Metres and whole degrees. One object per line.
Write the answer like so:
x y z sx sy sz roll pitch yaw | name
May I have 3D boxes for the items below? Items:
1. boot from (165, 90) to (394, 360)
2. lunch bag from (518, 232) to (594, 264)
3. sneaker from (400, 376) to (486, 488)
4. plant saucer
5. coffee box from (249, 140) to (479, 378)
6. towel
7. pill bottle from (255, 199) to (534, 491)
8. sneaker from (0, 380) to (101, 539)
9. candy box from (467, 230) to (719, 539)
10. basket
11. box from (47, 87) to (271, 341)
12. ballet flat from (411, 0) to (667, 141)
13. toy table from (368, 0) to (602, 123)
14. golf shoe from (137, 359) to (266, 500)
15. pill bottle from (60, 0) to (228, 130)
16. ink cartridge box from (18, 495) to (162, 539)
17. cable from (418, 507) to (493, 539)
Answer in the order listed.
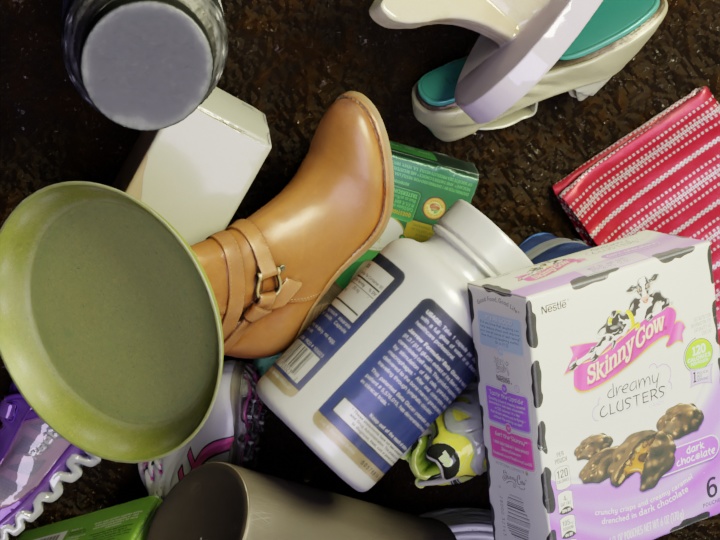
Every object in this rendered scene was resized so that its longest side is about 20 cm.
-0.066 -0.027 1.483 0.155 0.077 0.201 -8 128 -41 | boot
0.170 0.075 1.602 0.136 0.132 0.200 -41 113 -11 | lunch bag
0.057 0.122 1.574 0.076 0.200 0.076 -32 88 -17 | sneaker
-0.169 0.033 1.454 0.199 0.031 0.201 11 112 28 | plant saucer
0.000 0.000 1.594 0.122 0.044 0.201 14 108 -11 | coffee box
0.256 -0.024 1.633 0.144 0.023 0.200 -34 111 5 | towel
0.031 0.049 1.499 0.200 0.111 0.111 -46 110 -2 | pill bottle
-0.248 0.129 1.596 0.200 0.081 0.089 -42 104 3 | sneaker
0.169 0.089 1.478 0.167 0.071 0.201 -16 106 -30 | candy box
-0.050 0.229 1.553 0.200 0.136 0.181 30 93 -37 | basket
-0.145 -0.035 1.535 0.077 0.095 0.201 27 103 -13 | box
0.134 -0.146 1.554 0.199 0.070 0.070 -21 112 2 | ballet flat
0.094 -0.212 1.467 0.117 0.200 0.184 40 142 -17 | toy table
-0.125 0.151 1.607 0.092 0.073 0.201 16 120 3 | golf shoe
-0.146 -0.162 1.427 0.111 0.200 0.112 -2 111 -6 | pill bottle
-0.170 0.284 1.624 0.147 0.076 0.200 -18 117 32 | ink cartridge box
0.082 0.291 1.683 0.199 0.069 0.201 -25 98 1 | cable
